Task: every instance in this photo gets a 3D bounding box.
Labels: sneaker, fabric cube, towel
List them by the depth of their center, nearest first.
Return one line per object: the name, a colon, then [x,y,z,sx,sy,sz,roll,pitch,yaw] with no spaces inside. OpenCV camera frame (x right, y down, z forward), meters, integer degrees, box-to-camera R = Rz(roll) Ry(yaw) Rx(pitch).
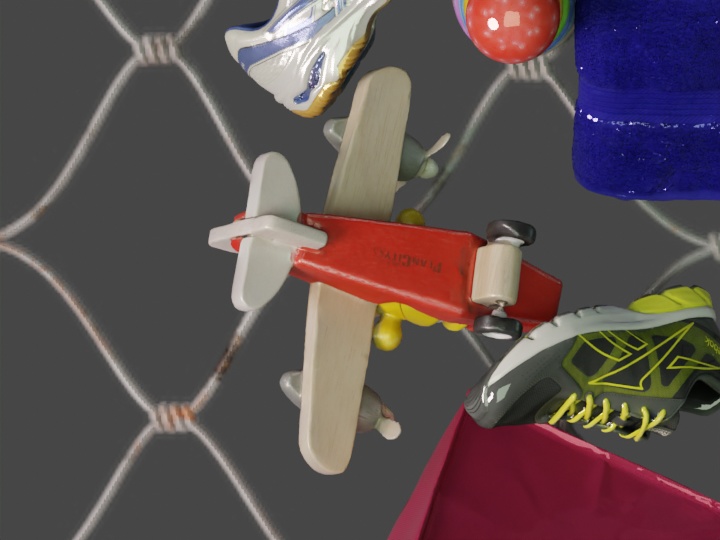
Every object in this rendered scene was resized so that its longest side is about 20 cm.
towel: [0.203,-0.119,1.577,0.147,0.050,0.200,-3,137,1]
sneaker: [0.157,0.068,1.609,0.200,0.074,0.085,-17,70,-31]
fabric cube: [0.099,0.235,1.609,0.200,0.196,0.200,26,129,-1]
sneaker: [-0.010,-0.196,1.624,0.088,0.075,0.200,35,100,3]

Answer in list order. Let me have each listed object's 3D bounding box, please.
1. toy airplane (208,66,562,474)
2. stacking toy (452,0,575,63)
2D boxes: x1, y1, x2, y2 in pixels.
toy airplane: [0.000,0.000,1.622,0.200,0.141,0.199,-35,88,-16]
stacking toy: [0.091,-0.157,1.557,0.085,0.200,0.086,1,102,6]
